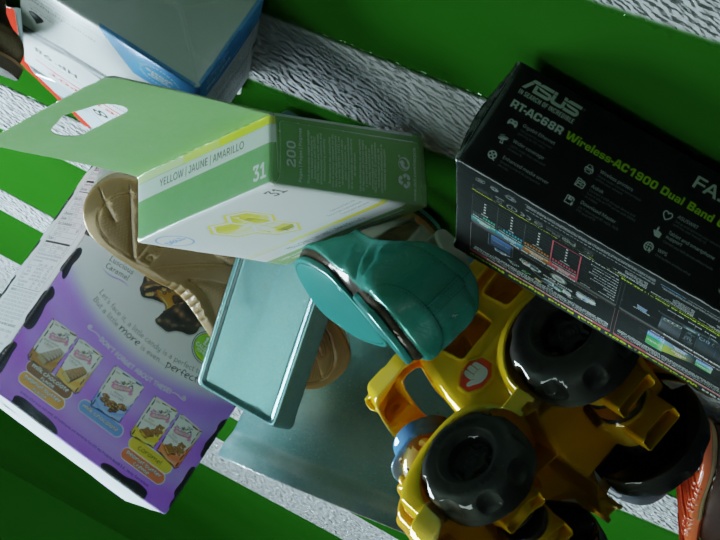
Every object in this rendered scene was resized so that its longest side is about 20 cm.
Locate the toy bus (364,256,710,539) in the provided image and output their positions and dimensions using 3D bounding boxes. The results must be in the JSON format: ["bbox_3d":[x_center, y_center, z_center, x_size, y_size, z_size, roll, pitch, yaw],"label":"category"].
[{"bbox_3d":[0.073,0.071,1.533,0.192,0.200,0.136,32,168,40],"label":"toy bus"}]

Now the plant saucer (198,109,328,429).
[{"bbox_3d":[-0.047,0.004,1.653,0.070,0.019,0.200,29,122,16],"label":"plant saucer"}]

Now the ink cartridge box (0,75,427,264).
[{"bbox_3d":[-0.085,-0.051,1.507,0.200,0.048,0.145,7,163,-34],"label":"ink cartridge box"}]

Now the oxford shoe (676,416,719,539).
[{"bbox_3d":[0.234,0.145,1.731,0.072,0.071,0.200,-3,152,6],"label":"oxford shoe"}]

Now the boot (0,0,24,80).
[{"bbox_3d":[-0.228,-0.164,1.561,0.074,0.075,0.200,31,-175,-33],"label":"boot"}]

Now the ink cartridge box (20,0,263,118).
[{"bbox_3d":[-0.123,-0.128,1.537,0.116,0.067,0.200,32,167,2],"label":"ink cartridge box"}]

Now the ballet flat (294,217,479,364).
[{"bbox_3d":[0.021,0.006,1.495,0.067,0.070,0.200,54,172,-14],"label":"ballet flat"}]

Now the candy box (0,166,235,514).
[{"bbox_3d":[-0.154,0.037,1.910,0.168,0.200,0.072,40,166,-26],"label":"candy box"}]

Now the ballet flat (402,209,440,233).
[{"bbox_3d":[0.000,0.000,1.718,0.069,0.063,0.200,34,167,-1],"label":"ballet flat"}]

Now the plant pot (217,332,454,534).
[{"bbox_3d":[0.023,0.099,1.823,0.200,0.134,0.200,22,176,2],"label":"plant pot"}]

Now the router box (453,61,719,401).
[{"bbox_3d":[0.143,-0.008,1.353,0.200,0.062,0.150,31,167,9],"label":"router box"}]

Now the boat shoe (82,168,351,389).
[{"bbox_3d":[-0.083,-0.006,1.716,0.200,0.074,0.069,41,-156,-21],"label":"boat shoe"}]

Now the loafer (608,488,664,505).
[{"bbox_3d":[0.115,0.062,1.681,0.200,0.072,0.063,36,147,9],"label":"loafer"}]

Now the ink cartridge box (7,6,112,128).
[{"bbox_3d":[-0.169,-0.102,1.780,0.200,0.047,0.160,17,160,43],"label":"ink cartridge box"}]
